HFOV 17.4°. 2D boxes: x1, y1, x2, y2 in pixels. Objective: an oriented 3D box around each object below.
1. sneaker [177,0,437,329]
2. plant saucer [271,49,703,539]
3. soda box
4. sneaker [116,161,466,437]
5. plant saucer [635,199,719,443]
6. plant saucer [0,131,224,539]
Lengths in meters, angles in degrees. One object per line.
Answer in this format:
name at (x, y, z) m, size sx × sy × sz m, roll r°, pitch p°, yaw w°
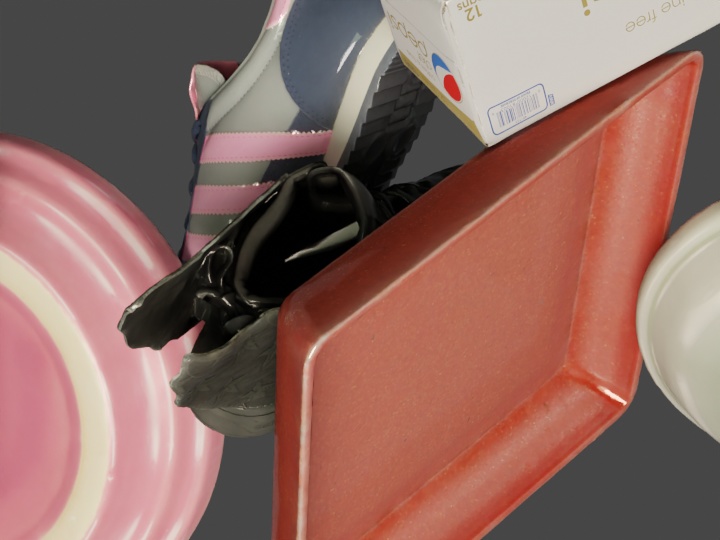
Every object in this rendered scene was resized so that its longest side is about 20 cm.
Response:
sneaker at (-0.040, -0.037, 0.911) m, size 0.082 × 0.070 × 0.200 m, roll 39°, pitch 113°, yaw 18°
plant saucer at (0.036, 0.031, 0.844) m, size 0.037 × 0.199 × 0.200 m, roll 36°, pitch 145°, yaw 27°
soda box at (0.105, -0.125, 0.818) m, size 0.200 × 0.068 × 0.064 m, roll -28°, pitch 129°, yaw -11°
sneaker at (-0.002, -0.002, 0.844) m, size 0.200 × 0.104 × 0.060 m, roll -32°, pitch 69°, yaw -26°
plant saucer at (0.199, 0.040, 0.869) m, size 0.200 × 0.050 × 0.200 m, roll 8°, pitch 143°, yaw 6°
plant saucer at (-0.151, 0.048, 0.910) m, size 0.200 × 0.051 × 0.201 m, roll 7°, pitch 108°, yaw 22°
